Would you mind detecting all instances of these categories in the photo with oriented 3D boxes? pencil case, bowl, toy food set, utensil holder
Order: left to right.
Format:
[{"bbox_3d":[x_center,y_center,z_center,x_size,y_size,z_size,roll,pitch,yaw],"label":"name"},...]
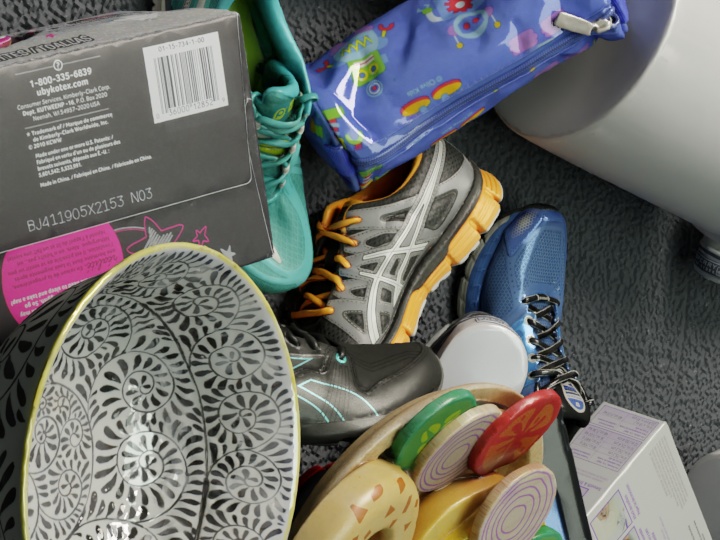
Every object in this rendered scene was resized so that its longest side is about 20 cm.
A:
[{"bbox_3d":[-0.120,0.086,0.935,0.200,0.094,0.202,-4,95,-58],"label":"bowl"},{"bbox_3d":[0.033,0.142,1.080,0.198,0.049,0.201,-38,142,-21],"label":"toy food set"},{"bbox_3d":[0.057,-0.121,1.139,0.199,0.087,0.078,-29,128,2],"label":"pencil case"},{"bbox_3d":[0.199,-0.121,1.255,0.199,0.169,0.171,21,83,-39],"label":"utensil holder"}]

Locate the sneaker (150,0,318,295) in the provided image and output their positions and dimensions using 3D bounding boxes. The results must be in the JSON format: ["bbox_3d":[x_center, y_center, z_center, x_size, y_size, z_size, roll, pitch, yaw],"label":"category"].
[{"bbox_3d":[-0.061,-0.078,1.102,0.077,0.079,0.201,-25,113,-34],"label":"sneaker"}]

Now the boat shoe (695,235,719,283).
[{"bbox_3d":[0.317,-0.039,1.416,0.201,0.075,0.087,-1,113,-33],"label":"boat shoe"}]

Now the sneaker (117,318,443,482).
[{"bbox_3d":[-0.045,0.053,1.055,0.199,0.075,0.080,-10,99,-28],"label":"sneaker"}]

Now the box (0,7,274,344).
[{"bbox_3d":[-0.160,-0.049,1.002,0.199,0.114,0.133,-19,107,-37],"label":"box"}]

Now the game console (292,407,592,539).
[{"bbox_3d":[0.055,0.187,1.178,0.176,0.031,0.201,-16,103,-9],"label":"game console"}]

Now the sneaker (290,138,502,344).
[{"bbox_3d":[0.000,0.000,1.175,0.077,0.078,0.200,47,62,-24],"label":"sneaker"}]

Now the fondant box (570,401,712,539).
[{"bbox_3d":[0.139,0.205,1.317,0.200,0.058,0.145,-46,130,-26],"label":"fondant box"}]

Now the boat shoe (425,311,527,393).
[{"bbox_3d":[0.028,0.112,1.213,0.071,0.068,0.201,28,94,-12],"label":"boat shoe"}]

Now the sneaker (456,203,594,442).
[{"bbox_3d":[0.109,0.060,1.258,0.078,0.089,0.201,0,97,-41],"label":"sneaker"}]

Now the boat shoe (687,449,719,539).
[{"bbox_3d":[0.268,0.211,1.428,0.066,0.072,0.201,-23,112,-40],"label":"boat shoe"}]
